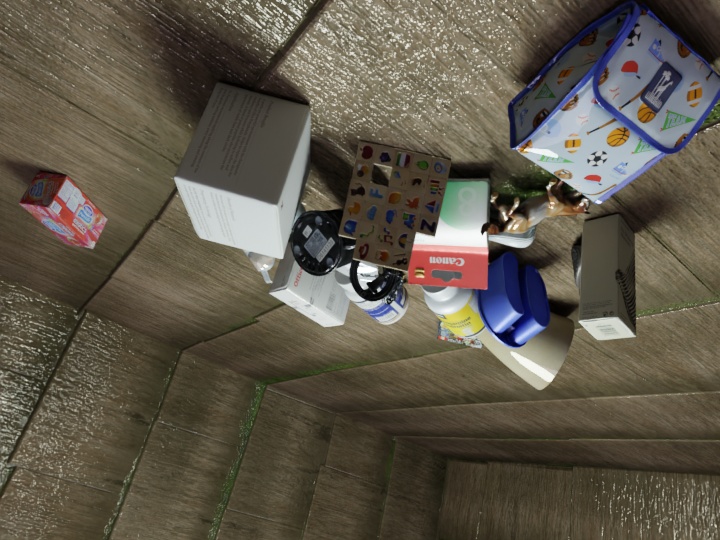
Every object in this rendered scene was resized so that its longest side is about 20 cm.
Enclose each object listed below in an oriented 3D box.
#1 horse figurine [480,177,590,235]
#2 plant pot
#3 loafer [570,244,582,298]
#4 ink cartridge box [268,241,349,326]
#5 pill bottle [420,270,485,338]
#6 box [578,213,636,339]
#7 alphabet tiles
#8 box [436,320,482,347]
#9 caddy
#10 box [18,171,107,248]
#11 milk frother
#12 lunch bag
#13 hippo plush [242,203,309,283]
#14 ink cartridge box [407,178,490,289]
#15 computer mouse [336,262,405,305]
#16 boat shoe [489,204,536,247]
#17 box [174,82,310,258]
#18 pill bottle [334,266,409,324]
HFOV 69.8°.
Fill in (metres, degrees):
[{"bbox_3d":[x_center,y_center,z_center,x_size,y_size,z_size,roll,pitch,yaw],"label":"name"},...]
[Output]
[{"bbox_3d":[0.290,-0.106,0.870,0.197,0.051,0.133,-25,149,8],"label":"horse figurine"},{"bbox_3d":[0.387,0.158,1.270,0.197,0.189,0.188,27,155,6],"label":"plant pot"},{"bbox_3d":[0.467,0.005,1.031,0.070,0.075,0.200,-9,152,26],"label":"loafer"},{"bbox_3d":[-0.117,0.032,1.303,0.082,0.149,0.199,-12,142,44],"label":"ink cartridge box"},{"bbox_3d":[0.207,0.061,1.140,0.110,0.114,0.200,-4,148,34],"label":"pill bottle"},{"bbox_3d":[0.431,0.011,0.897,0.082,0.204,0.068,32,149,-35],"label":"box"},{"bbox_3d":[0.056,-0.108,0.886,0.163,0.205,0.008,13,176,5],"label":"alphabet tiles"},{"bbox_3d":[0.286,0.153,1.444,0.133,0.038,0.201,10,153,11],"label":"box"},{"bbox_3d":[0.312,0.063,1.086,0.140,0.203,0.105,27,136,-20],"label":"caddy"},{"bbox_3d":[-0.774,-0.154,1.357,0.093,0.102,0.201,10,154,11],"label":"box"},{"bbox_3d":[0.003,-0.039,0.981,0.179,0.203,0.187,-29,176,32],"label":"milk frother"},{"bbox_3d":[0.311,-0.204,0.642,0.168,0.126,0.200,25,139,-20],"label":"lunch bag"},{"bbox_3d":[-0.175,-0.087,1.059,0.159,0.160,0.202,41,165,49],"label":"hippo plush"},{"bbox_3d":[0.153,-0.064,0.938,0.157,0.205,0.050,4,-167,22],"label":"ink cartridge box"},{"bbox_3d":[0.000,0.000,1.136,0.197,0.044,0.110,27,143,3],"label":"computer mouse"},{"bbox_3d":[0.231,-0.099,0.962,0.195,0.073,0.072,8,138,6],"label":"boat shoe"},{"bbox_3d":[-0.189,-0.166,0.896,0.168,0.203,0.201,14,156,1],"label":"box"},{"bbox_3d":[0.028,0.041,1.279,0.114,0.118,0.200,-6,147,36],"label":"pill bottle"}]
